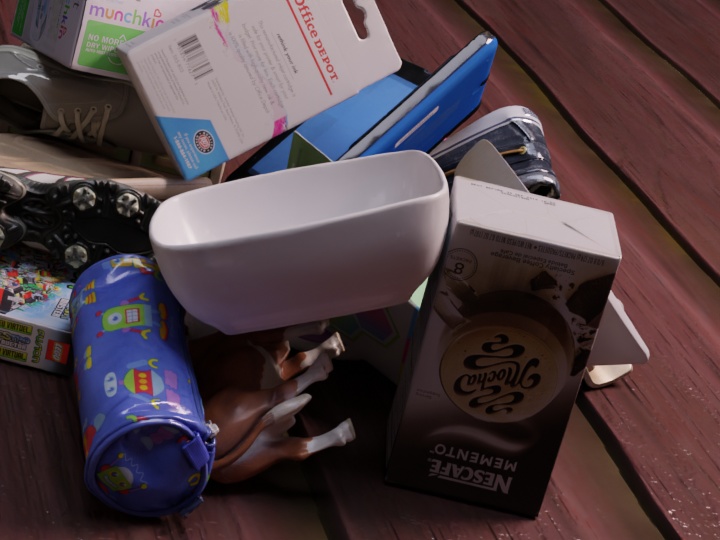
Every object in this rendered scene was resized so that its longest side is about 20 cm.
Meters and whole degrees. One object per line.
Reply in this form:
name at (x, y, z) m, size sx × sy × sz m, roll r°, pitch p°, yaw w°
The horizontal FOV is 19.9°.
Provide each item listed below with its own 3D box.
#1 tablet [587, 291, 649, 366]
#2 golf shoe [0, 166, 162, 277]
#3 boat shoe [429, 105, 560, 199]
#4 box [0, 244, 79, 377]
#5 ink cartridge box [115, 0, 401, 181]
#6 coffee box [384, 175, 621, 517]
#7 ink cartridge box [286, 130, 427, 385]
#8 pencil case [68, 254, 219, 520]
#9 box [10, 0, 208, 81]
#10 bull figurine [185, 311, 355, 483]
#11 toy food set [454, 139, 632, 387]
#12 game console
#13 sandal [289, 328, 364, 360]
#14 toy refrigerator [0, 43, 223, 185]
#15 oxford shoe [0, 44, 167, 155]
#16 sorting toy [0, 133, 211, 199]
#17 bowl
tablet at (0.107, 0.023, 1.482) m, size 0.199 × 0.130 × 0.014 m, roll -6°, pitch 34°, yaw 51°
golf shoe at (-0.215, -0.043, 1.498) m, size 0.199 × 0.078 × 0.088 m, roll 13°, pitch 15°, yaw -5°
boat shoe at (0.070, -0.052, 1.694) m, size 0.071 × 0.200 × 0.091 m, roll 41°, pitch 25°, yaw -43°
box at (-0.239, 0.010, 1.500) m, size 0.109 × 0.035 × 0.200 m, roll 14°, pitch 22°, yaw -1°
ink cartridge box at (-0.081, -0.171, 1.654) m, size 0.199 × 0.116 × 0.068 m, roll -27°, pitch 16°, yaw -7°
coffee box at (0.092, 0.052, 1.379) m, size 0.112 × 0.201 × 0.080 m, roll 12°, pitch 25°, yaw -4°
ink cartridge box at (0.000, 0.000, 1.507) m, size 0.200 × 0.104 × 0.059 m, roll 39°, pitch 58°, yaw 18°
pencil case at (-0.141, 0.071, 1.320) m, size 0.086 × 0.078 × 0.200 m, roll -15°, pitch 36°, yaw -2°
box at (-0.174, -0.214, 1.760) m, size 0.199 × 0.097 × 0.176 m, roll 10°, pitch 11°, yaw -29°
bull figurine at (-0.073, 0.073, 1.390) m, size 0.121 × 0.065 × 0.200 m, roll -19°, pitch 32°, yaw 5°
toy food set at (0.147, -0.005, 1.573) m, size 0.144 × 0.060 × 0.200 m, roll 55°, pitch -1°, yaw 29°
game console at (-0.004, -0.125, 1.654) m, size 0.118 × 0.171 × 0.200 m, roll 42°, pitch 69°, yaw 12°
sandal at (0.023, 0.031, 1.591) m, size 0.202 × 0.050 × 0.082 m, roll 1°, pitch 25°, yaw -29°
toy refrigerator at (-0.212, -0.134, 1.806) m, size 0.199 × 0.076 × 0.070 m, roll 13°, pitch 22°, yaw -4°
oxford shoe at (-0.232, -0.132, 1.733) m, size 0.199 × 0.075 × 0.058 m, roll 18°, pitch 43°, yaw -1°
sorting toy at (-0.248, -0.078, 1.663) m, size 0.199 × 0.037 × 0.185 m, roll 15°, pitch 10°, yaw 26°
bowl at (-0.038, -0.016, 1.370) m, size 0.199 × 0.075 × 0.200 m, roll -10°, pitch 13°, yaw -2°
